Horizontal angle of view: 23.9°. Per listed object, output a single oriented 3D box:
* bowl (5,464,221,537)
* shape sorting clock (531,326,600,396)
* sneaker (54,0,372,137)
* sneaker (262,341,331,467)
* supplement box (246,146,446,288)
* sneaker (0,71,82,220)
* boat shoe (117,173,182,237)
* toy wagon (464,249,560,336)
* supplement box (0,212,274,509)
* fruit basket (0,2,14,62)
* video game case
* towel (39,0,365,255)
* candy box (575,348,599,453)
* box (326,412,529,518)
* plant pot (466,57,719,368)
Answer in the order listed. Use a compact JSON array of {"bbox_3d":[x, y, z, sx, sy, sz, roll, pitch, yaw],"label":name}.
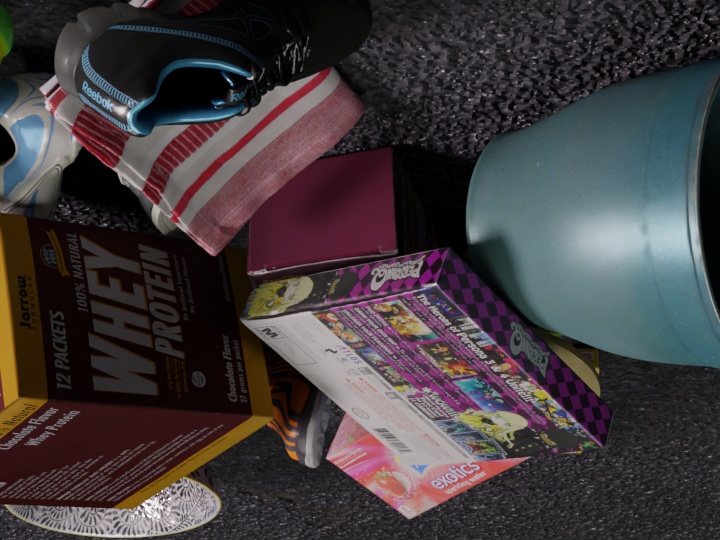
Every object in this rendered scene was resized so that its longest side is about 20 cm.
[{"bbox_3d":[-0.226,0.172,1.575,0.200,0.095,0.201,0,152,0],"label":"bowl"},{"bbox_3d":[0.081,0.085,1.284,0.199,0.039,0.200,1,148,0],"label":"shape sorting clock"},{"bbox_3d":[-0.069,-0.116,0.965,0.199,0.082,0.073,-19,134,-30],"label":"sneaker"},{"bbox_3d":[-0.082,0.103,1.381,0.111,0.078,0.200,9,-170,-5],"label":"sneaker"},{"bbox_3d":[0.000,0.000,1.252,0.110,0.086,0.200,-8,152,14],"label":"supplement box"},{"bbox_3d":[-0.229,-0.069,1.133,0.072,0.072,0.200,10,149,-15],"label":"sneaker"},{"bbox_3d":[-0.135,-0.086,1.134,0.062,0.073,0.200,40,166,16],"label":"boat shoe"},{"bbox_3d":[0.184,-0.006,1.298,0.199,0.040,0.155,-11,151,18],"label":"toy wagon"},{"bbox_3d":[-0.204,0.071,1.195,0.199,0.133,0.197,8,150,-38],"label":"supplement box"},{"bbox_3d":[-0.307,-0.109,1.020,0.215,0.155,0.216,-26,136,-28],"label":"fruit basket"},{"bbox_3d":[0.046,0.066,1.163,0.181,0.036,0.200,-11,137,42],"label":"video game case"},{"bbox_3d":[-0.090,-0.102,1.043,0.144,0.023,0.200,-44,144,1],"label":"towel"},{"bbox_3d":[0.160,0.122,1.559,0.102,0.027,0.200,2,153,3],"label":"candy box"},{"bbox_3d":[0.072,0.122,1.451,0.102,0.095,0.200,37,141,-15],"label":"box"},{"bbox_3d":[0.179,-0.031,1.098,0.187,0.201,0.200,-4,156,38],"label":"plant pot"}]
